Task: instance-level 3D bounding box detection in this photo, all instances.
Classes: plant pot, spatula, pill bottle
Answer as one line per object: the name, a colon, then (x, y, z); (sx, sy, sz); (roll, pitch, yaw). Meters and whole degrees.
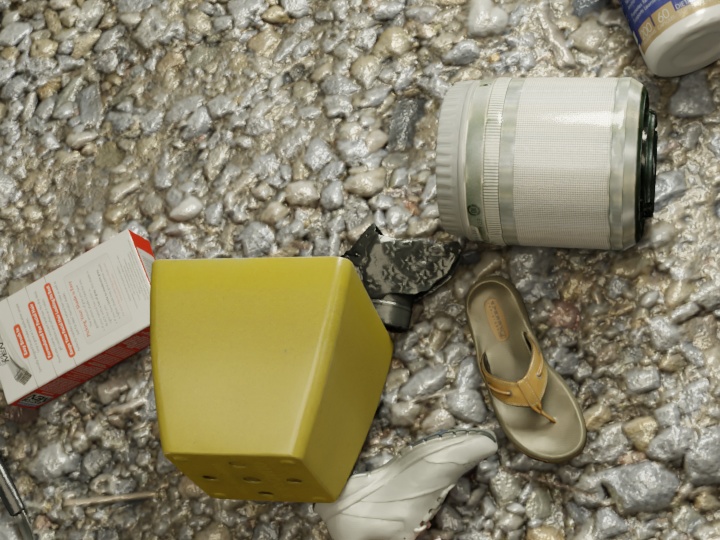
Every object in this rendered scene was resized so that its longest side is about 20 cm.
plant pot: (-0.091, 0.114, 1.137); (0.196, 0.201, 0.179); (0, 62, 16)
spatula: (-0.365, 0.274, 1.292); (0.056, 0.021, 0.201); (-31, 68, -6)
pill bottle: (0.301, -0.306, 1.191); (0.109, 0.111, 0.203); (-22, 72, 10)

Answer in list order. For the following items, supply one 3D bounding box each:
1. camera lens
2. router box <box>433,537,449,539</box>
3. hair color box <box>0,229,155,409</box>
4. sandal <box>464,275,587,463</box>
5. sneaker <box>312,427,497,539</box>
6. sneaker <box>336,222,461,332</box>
camera lens: (0.183, -0.103, 1.152); (0.196, 0.160, 0.163); (3, 78, 16)
router box: (0.031, 0.380, 1.140); (0.177, 0.049, 0.203); (-22, 72, 10)
hair color box: (-0.306, 0.055, 1.306); (0.198, 0.064, 0.112); (-28, 72, 7)
sandal: (0.153, 0.095, 1.169); (0.079, 0.054, 0.203); (-25, 72, 9)
sneaker: (0.052, 0.216, 1.168); (0.198, 0.074, 0.088); (-31, 76, 16)
sneaker: (-0.001, -0.001, 1.236); (0.196, 0.060, 0.106); (13, 82, 13)
